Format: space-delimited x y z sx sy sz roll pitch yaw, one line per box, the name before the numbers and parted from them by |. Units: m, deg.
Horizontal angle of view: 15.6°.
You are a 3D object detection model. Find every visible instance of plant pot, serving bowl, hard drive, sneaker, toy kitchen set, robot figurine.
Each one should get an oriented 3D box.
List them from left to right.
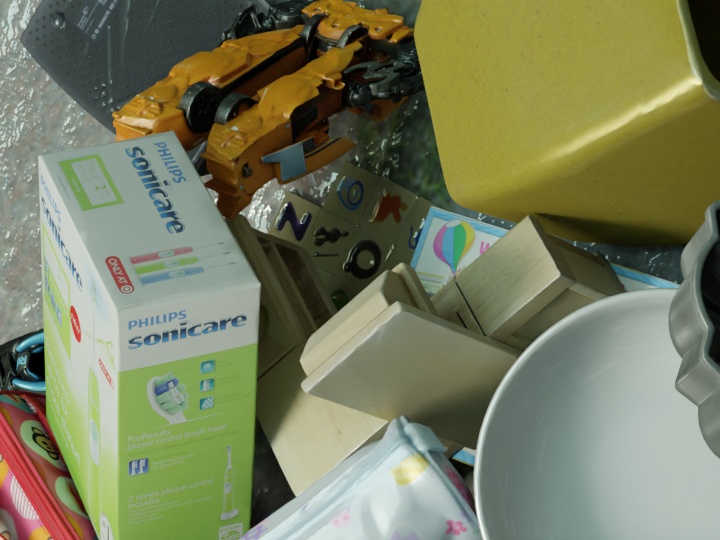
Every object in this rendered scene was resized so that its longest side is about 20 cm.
sneaker | -0.209 0.064 1.706 0.200 0.082 0.073 -19 67 34
hard drive | -0.132 -0.154 1.736 0.200 0.042 0.135 39 102 38
robot figurine | -0.046 -0.106 1.579 0.145 0.200 0.058 22 130 34
toy kitchen set | 0.000 0.000 1.452 0.200 0.163 0.181 -40 57 20
plant pot | 0.142 -0.115 1.417 0.200 0.195 0.195 -29 60 35
serving bowl | 0.160 0.111 1.379 0.199 0.066 0.201 0 86 7

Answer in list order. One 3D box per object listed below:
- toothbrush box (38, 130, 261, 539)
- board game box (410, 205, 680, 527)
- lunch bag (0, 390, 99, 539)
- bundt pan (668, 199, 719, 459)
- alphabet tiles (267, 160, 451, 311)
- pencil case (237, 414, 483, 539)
toothbrush box | -0.120 0.047 1.480 0.146 0.086 0.200 -121 28 -45
board game box | 0.102 0.054 1.488 0.200 0.034 0.135 19 89 38
lunch bag | -0.165 0.160 1.578 0.082 0.176 0.200 -52 52 18
bundt pan | 0.239 0.036 1.304 0.076 0.201 0.203 136 135 -62
alphabet tiles | 0.001 0.030 1.599 0.200 0.006 0.167 28 94 40
pencil case | -0.029 0.161 1.398 0.200 0.091 0.083 -34 27 1
